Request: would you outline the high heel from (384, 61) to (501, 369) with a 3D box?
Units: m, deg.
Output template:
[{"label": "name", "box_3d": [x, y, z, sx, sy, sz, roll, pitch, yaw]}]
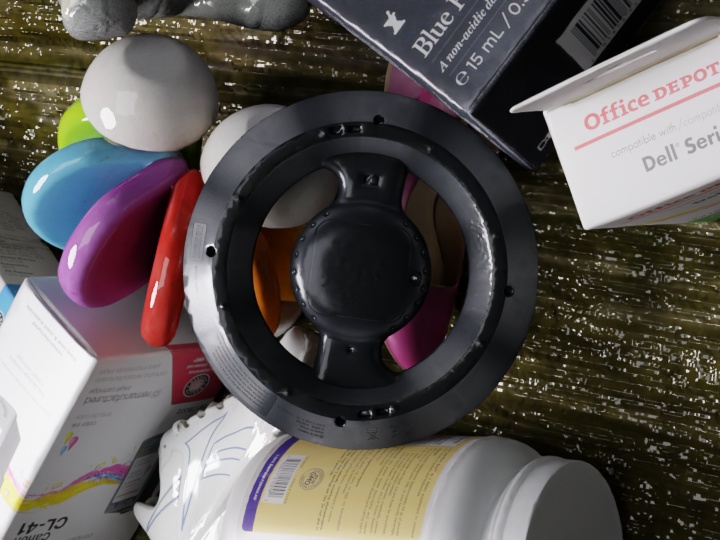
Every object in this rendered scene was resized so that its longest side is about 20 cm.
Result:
[{"label": "high heel", "box_3d": [0.055, -0.041, 1.063, 0.096, 0.067, 0.201, -3, 87, 45]}]

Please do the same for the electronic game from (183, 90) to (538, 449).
[{"label": "electronic game", "box_3d": [0.000, 0.000, 1.015, 0.199, 0.042, 0.201, 0, 92, 1]}]

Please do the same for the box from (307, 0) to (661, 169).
[{"label": "box", "box_3d": [0.066, -0.199, 0.993, 0.200, 0.117, 0.197, 40, 96, 26]}]

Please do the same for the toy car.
[{"label": "toy car", "box_3d": [-0.116, -0.027, 1.097, 0.200, 0.150, 0.175, 32, 142, 13]}]

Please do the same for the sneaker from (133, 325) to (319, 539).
[{"label": "sneaker", "box_3d": [-0.085, 0.114, 1.160, 0.087, 0.074, 0.200, 37, 111, 18]}]

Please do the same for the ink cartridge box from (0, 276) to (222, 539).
[{"label": "ink cartridge box", "box_3d": [-0.187, 0.104, 1.190, 0.086, 0.147, 0.200, 42, 115, 27]}]

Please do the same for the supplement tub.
[{"label": "supplement tub", "box_3d": [0.035, 0.166, 1.043, 0.199, 0.145, 0.146, -1, 92, 34]}]

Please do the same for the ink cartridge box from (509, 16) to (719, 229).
[{"label": "ink cartridge box", "box_3d": [0.173, -0.070, 0.904, 0.117, 0.200, 0.068, -24, 79, 33]}]

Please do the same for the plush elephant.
[{"label": "plush elephant", "box_3d": [-0.132, -0.236, 1.115, 0.200, 0.164, 0.156, 33, 123, 56]}]

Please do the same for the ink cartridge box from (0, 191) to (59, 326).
[{"label": "ink cartridge box", "box_3d": [-0.271, 0.019, 1.276, 0.200, 0.068, 0.116, 50, 118, 37]}]
